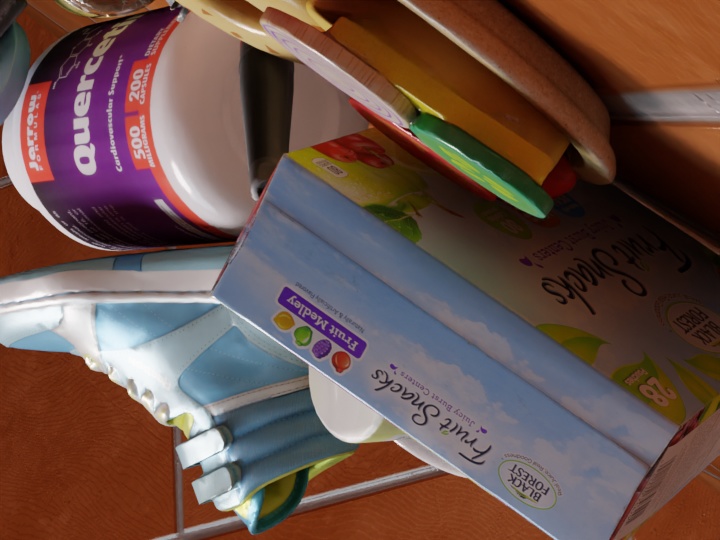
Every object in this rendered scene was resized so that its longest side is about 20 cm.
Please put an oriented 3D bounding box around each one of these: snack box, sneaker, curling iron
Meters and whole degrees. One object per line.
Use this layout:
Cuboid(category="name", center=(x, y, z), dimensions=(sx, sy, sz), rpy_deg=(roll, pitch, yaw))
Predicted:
Cuboid(category="snack box", center=(0.063, 0.014, 0.918), dimensions=(0.168, 0.068, 0.200), rpy_deg=(35, -158, 15))
Cuboid(category="sneaker", center=(-0.087, 0.056, 1.133), dimensions=(0.199, 0.132, 0.079), rpy_deg=(-4, -177, 30))
Cuboid(category="curling iron", center=(-0.045, -0.079, 0.959), dimensions=(0.026, 0.049, 0.200), rpy_deg=(59, -172, -34))

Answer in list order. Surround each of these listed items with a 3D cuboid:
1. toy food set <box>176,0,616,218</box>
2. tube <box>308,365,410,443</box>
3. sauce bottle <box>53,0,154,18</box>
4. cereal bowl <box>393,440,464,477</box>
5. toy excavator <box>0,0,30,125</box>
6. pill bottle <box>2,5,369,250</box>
Cuboid(category="toy food set", center=(0.001, -0.083, 0.843), dimensions=(0.199, 0.049, 0.198), rpy_deg=(36, 179, 2))
Cuboid(category="tube", center=(0.069, 0.039, 1.018), dimensions=(0.199, 0.058, 0.052), rpy_deg=(0, 160, -40))
Cuboid(category="sauce bottle", center=(-0.128, -0.153, 1.192), dimensions=(0.066, 0.066, 0.200), rpy_deg=(35, 178, -13))
Cuboid(category="cereal bowl", center=(0.051, 0.014, 1.380), dimensions=(0.200, 0.083, 0.201), rpy_deg=(35, 145, 29))
Cuboid(category="toy excavator", center=(-0.226, -0.112, 1.241), dimensions=(0.194, 0.100, 0.200), rpy_deg=(38, 176, 26))
Cuboid(category="pill bottle", center=(-0.092, -0.067, 1.176), dimensions=(0.112, 0.113, 0.199), rpy_deg=(36, 158, -29))
